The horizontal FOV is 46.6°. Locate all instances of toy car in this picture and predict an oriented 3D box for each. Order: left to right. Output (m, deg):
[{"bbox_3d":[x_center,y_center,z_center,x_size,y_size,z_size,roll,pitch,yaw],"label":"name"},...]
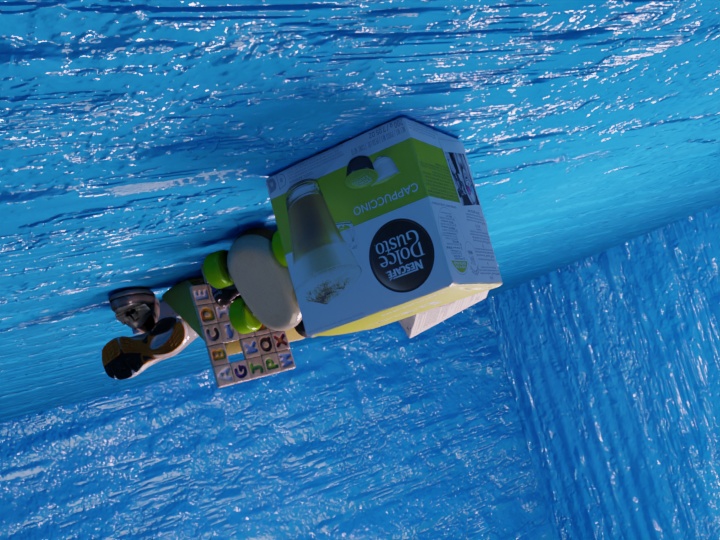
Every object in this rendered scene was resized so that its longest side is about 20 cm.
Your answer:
[{"bbox_3d":[-0.115,-0.019,1.298,0.161,0.160,0.201,-16,-158,28],"label":"toy car"}]

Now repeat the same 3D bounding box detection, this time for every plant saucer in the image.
[{"bbox_3d":[-0.218,0.062,1.477,0.197,0.199,0.049,-9,125,-45],"label":"plant saucer"}]

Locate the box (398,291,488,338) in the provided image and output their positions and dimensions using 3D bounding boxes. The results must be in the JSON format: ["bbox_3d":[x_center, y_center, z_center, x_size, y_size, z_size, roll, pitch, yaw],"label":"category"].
[{"bbox_3d":[0.157,0.022,1.668,0.197,0.110,0.129,-26,153,-20],"label":"box"}]

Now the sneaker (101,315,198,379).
[{"bbox_3d":[-0.367,0.138,1.484,0.196,0.077,0.092,-21,173,21],"label":"sneaker"}]

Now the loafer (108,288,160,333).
[{"bbox_3d":[-0.387,0.076,1.473,0.070,0.064,0.200,-15,172,-2],"label":"loafer"}]

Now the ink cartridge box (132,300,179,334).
[{"bbox_3d":[-0.331,0.075,1.664,0.197,0.045,0.172,-22,169,31],"label":"ink cartridge box"}]

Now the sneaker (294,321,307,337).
[{"bbox_3d":[-0.040,0.008,1.348,0.202,0.059,0.104,-61,-170,-30],"label":"sneaker"}]

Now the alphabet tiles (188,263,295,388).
[{"bbox_3d":[-0.198,0.080,1.389,0.165,0.205,0.007,-8,167,-46],"label":"alphabet tiles"}]

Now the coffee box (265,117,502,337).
[{"bbox_3d":[0.035,-0.045,1.033,0.196,0.203,0.199,-20,171,24],"label":"coffee box"}]

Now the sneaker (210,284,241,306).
[{"bbox_3d":[-0.161,0.034,1.388,0.196,0.089,0.076,5,148,-33],"label":"sneaker"}]
